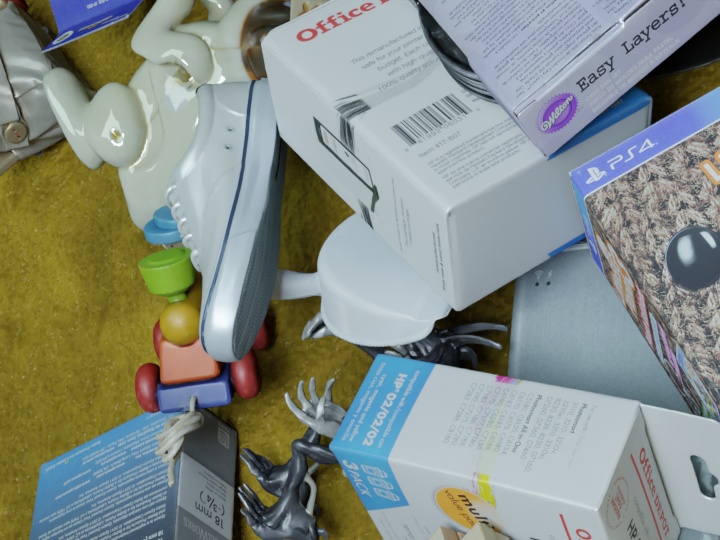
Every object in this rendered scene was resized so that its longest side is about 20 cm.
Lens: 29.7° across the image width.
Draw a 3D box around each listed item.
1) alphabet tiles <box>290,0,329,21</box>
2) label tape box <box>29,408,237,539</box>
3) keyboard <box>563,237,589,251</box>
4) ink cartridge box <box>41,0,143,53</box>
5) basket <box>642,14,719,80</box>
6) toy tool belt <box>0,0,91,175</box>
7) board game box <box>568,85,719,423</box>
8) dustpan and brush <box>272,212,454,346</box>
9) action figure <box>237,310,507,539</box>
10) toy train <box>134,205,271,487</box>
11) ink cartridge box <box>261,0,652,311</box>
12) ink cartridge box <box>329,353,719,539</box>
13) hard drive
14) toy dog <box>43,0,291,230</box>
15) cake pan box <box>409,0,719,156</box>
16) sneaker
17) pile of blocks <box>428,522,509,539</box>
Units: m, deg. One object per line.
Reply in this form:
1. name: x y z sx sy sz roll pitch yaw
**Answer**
1. alphabet tiles: 0.033 -0.178 0.936 0.164 0.006 0.202 4 68 -10
2. label tape box: -0.160 0.202 0.923 0.143 0.063 0.201 -27 41 24
3. keyboard: 0.069 -0.016 0.890 0.198 0.056 0.011 -5 110 34
4. ink cartridge box: -0.189 -0.250 1.113 0.094 0.037 0.201 -15 32 30
5. basket: 0.188 -0.247 0.849 0.179 0.136 0.202 -21 57 32
6. toy tool belt: -0.322 -0.166 1.183 0.123 0.125 0.200 -41 52 4
7. board game box: 0.229 0.005 0.706 0.158 0.097 0.201 -30 58 2
8. dustpan and brush: 0.000 0.000 0.867 0.198 0.058 0.140 5 42 32
9. action figure: -0.003 0.084 0.861 0.200 0.102 0.119 -45 10 19
10. toy train: -0.117 0.039 0.900 0.084 0.117 0.200 -9 23 6
11. ink cartridge box: 0.054 -0.092 0.813 0.145 0.085 0.200 -29 48 -18
12. ink cartridge box: 0.096 0.119 0.719 0.198 0.116 0.068 8 52 33
13. hard drive: 0.151 0.084 0.802 0.138 0.033 0.202 -5 69 33
14. toy dog: -0.104 -0.126 0.994 0.199 0.139 0.195 -32 65 20
15. cake pan box: 0.118 -0.182 0.742 0.200 0.052 0.185 -41 47 6
16. sneaker: -0.090 -0.034 0.874 0.070 0.073 0.202 1 59 9
17. pile of blocks: 0.074 0.206 0.739 0.081 0.202 0.062 -8 32 -8
